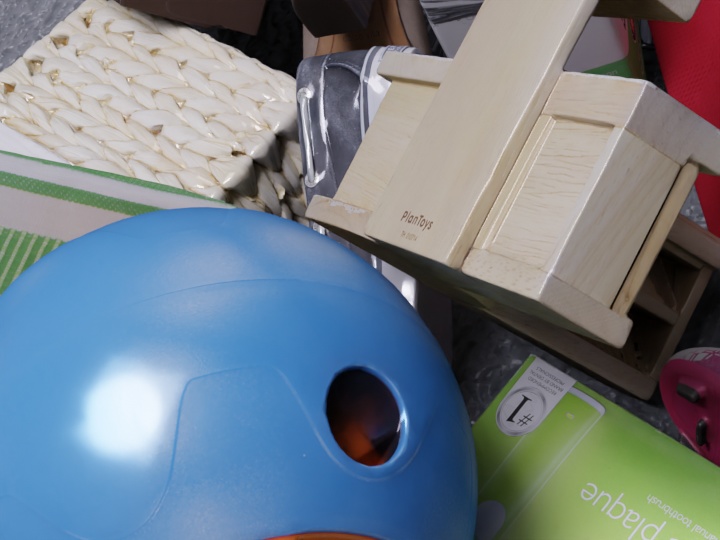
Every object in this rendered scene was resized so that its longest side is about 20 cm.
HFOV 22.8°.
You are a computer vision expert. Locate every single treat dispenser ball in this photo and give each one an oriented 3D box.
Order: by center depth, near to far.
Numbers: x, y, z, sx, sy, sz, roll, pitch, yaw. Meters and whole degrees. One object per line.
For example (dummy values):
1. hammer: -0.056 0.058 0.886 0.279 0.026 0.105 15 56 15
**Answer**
1. treat dispenser ball: -0.057 0.078 0.647 0.199 0.201 0.202 -15 52 19

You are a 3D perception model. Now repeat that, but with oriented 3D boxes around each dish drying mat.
1. dish drying mat: 0.167 -0.091 0.812 0.077 0.018 0.201 127 140 -52

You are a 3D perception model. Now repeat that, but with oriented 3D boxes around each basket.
1. basket: -0.094 -0.041 0.913 0.123 0.136 0.199 -46 48 -13

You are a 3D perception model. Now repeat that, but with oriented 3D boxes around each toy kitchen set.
1. toy kitchen set: 0.117 -0.043 0.694 0.164 0.180 0.200 -62 26 -2

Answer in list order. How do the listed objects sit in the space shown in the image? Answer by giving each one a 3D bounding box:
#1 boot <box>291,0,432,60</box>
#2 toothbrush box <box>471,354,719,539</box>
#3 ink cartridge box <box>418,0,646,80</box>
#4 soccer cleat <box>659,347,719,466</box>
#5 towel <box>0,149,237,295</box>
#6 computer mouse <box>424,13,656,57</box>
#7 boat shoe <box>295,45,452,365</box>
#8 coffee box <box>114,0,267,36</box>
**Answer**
1. boot: 0.004 -0.156 0.869 0.070 0.200 0.147 -2 64 12
2. toothbrush box: 0.071 0.158 0.708 0.200 0.086 0.145 -50 48 -9
3. ink cartridge box: 0.065 -0.174 0.814 0.083 0.200 0.147 -12 59 16
4. soccer cleat: 0.212 0.078 0.707 0.086 0.070 0.200 -37 48 -22
5. towel: -0.141 0.054 0.728 0.023 0.151 0.202 29 105 62
6. computer mouse: 0.112 -0.113 0.909 0.199 0.044 0.110 15 71 30
7. boat shoe: 0.000 0.000 0.816 0.067 0.072 0.202 -2 98 19
8. coffee box: -0.112 -0.208 0.952 0.200 0.079 0.115 39 115 55
